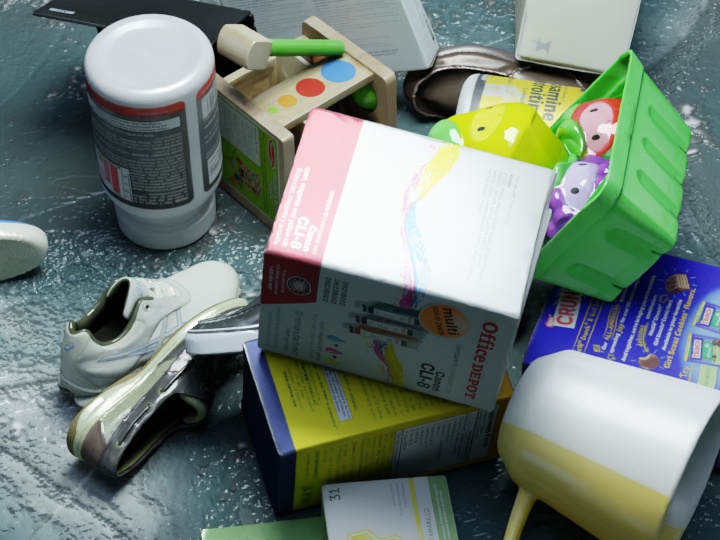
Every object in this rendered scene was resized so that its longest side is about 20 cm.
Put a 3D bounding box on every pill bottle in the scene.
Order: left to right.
[{"bbox_3d":[-0.183,-0.121,1.745,0.115,0.201,0.116,0,47,0],"label":"pill bottle"},{"bbox_3d":[0.188,-0.116,1.801,0.198,0.113,0.113,9,46,9],"label":"pill bottle"}]

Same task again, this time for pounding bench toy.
[{"bbox_3d":[-0.051,-0.166,1.791,0.155,0.201,0.124,-32,53,-27],"label":"pounding bench toy"}]

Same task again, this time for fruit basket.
[{"bbox_3d":[0.164,-0.094,1.640,0.214,0.156,0.217,23,45,-24],"label":"fruit basket"}]

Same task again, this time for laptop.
[{"bbox_3d":[-0.195,-0.209,1.855,0.176,0.201,0.104,12,61,12],"label":"laptop"}]

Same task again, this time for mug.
[{"bbox_3d":[0.183,0.148,1.509,0.152,0.150,0.187,24,51,19],"label":"mug"}]

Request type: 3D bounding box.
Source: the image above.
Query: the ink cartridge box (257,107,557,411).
[{"bbox_3d":[0.035,-0.007,1.494,0.198,0.146,0.146,14,57,4],"label":"ink cartridge box"}]

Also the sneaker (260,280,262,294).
[{"bbox_3d":[0.000,0.000,1.684,0.199,0.116,0.076,-25,48,-23],"label":"sneaker"}]

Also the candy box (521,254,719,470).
[{"bbox_3d":[0.252,0.068,1.645,0.198,0.077,0.170,16,48,14],"label":"candy box"}]

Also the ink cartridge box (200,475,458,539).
[{"bbox_3d":[-0.021,0.236,1.502,0.198,0.048,0.146,-3,46,-7],"label":"ink cartridge box"}]

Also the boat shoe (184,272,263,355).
[{"bbox_3d":[-0.052,0.022,1.593,0.198,0.069,0.074,-13,3,-5],"label":"boat shoe"}]

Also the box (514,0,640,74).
[{"bbox_3d":[0.216,-0.290,1.917,0.108,0.129,0.200,10,26,-1],"label":"box"}]

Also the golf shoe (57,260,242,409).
[{"bbox_3d":[-0.177,0.037,1.665,0.078,0.098,0.200,28,50,28],"label":"golf shoe"}]

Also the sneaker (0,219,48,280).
[{"bbox_3d":[-0.383,-0.049,1.763,0.198,0.077,0.112,-6,54,3],"label":"sneaker"}]

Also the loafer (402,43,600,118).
[{"bbox_3d":[0.140,-0.171,1.884,0.198,0.073,0.071,1,44,1],"label":"loafer"}]

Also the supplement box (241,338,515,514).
[{"bbox_3d":[0.011,0.106,1.572,0.198,0.109,0.110,-13,59,-13],"label":"supplement box"}]

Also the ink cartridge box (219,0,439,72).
[{"bbox_3d":[-0.046,-0.273,1.859,0.198,0.201,0.041,-2,42,28],"label":"ink cartridge box"}]

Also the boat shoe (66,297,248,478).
[{"bbox_3d":[-0.153,0.103,1.622,0.200,0.072,0.066,-38,61,-25],"label":"boat shoe"}]
